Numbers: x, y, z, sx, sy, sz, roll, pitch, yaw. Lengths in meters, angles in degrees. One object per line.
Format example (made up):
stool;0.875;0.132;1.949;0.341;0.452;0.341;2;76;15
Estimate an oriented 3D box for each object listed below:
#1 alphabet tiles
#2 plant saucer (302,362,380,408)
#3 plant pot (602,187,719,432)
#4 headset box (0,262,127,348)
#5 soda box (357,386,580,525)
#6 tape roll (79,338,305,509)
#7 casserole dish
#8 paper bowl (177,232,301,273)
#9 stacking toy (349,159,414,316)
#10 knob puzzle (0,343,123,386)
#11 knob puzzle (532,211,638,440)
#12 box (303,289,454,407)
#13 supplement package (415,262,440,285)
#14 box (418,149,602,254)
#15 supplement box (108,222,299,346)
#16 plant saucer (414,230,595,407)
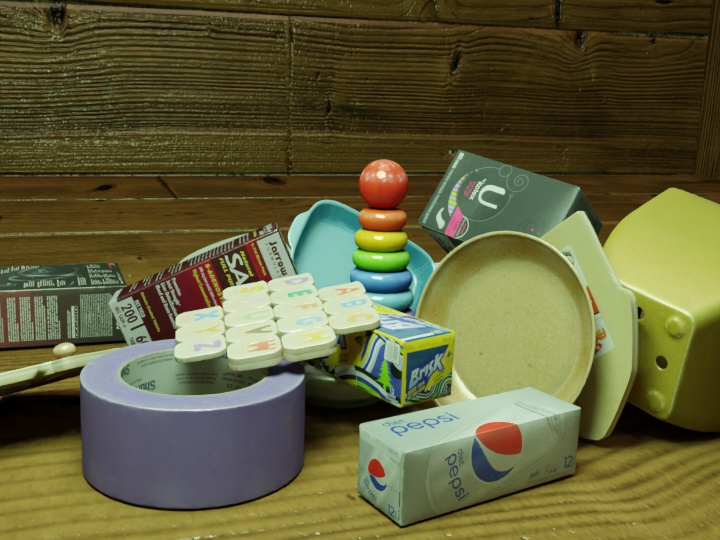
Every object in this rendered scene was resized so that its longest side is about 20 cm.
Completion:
alphabet tiles;-0.083;0.045;0.890;0.192;0.015;0.200;-9;18;-7
plant saucer;-0.024;0.109;1.011;0.196;0.051;0.200;2;13;0
plant pot;0.330;0.051;0.960;0.198;0.197;0.194;-16;33;-39
headset box;-0.407;0.042;1.194;0.197;0.079;0.149;-4;13;-20
soda box;0.096;0.154;0.791;0.197;0.065;0.068;-6;15;-32
tape roll;-0.147;0.128;0.822;0.196;0.087;0.200;1;12;0
casserole dish;0.000;0.000;1.102;0.198;0.122;0.039;28;-31;-10
paper bowl;-0.154;0.020;1.153;0.197;0.106;0.201;-16;14;4
stacking toy;0.024;-0.018;1.003;0.084;0.204;0.085;2;12;0
knob puzzle;-0.315;0.094;0.896;0.216;0.031;0.220;-15;-5;-1
knob puzzle;0.208;0.070;0.925;0.030;0.224;0.218;-5;14;-37
box;0.003;0.072;0.918;0.069;0.066;0.199;-7;16;-37
supplement package;0.164;0.061;1.118;0.112;0.112;0.199;-5;14;-33
box;0.197;-0.062;1.225;0.198;0.123;0.106;23;-10;39
supplement box;-0.161;0.038;1.013;0.197;0.110;0.061;-24;13;-3
plant saucer;0.145;0.064;0.917;0.198;0.204;0.035;11;0;36
